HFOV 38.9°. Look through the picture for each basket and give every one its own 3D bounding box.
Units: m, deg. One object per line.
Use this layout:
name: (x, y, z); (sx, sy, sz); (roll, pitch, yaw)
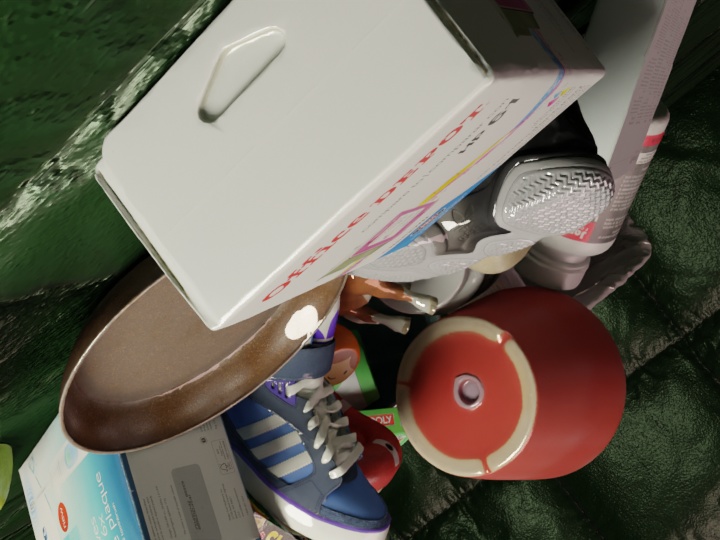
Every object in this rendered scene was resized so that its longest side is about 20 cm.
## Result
basket: (0.190, -0.027, 1.189); (0.197, 0.201, 0.161); (-33, 174, -32)

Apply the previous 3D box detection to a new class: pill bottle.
pill bottle: (0.217, -0.086, 1.013); (0.110, 0.110, 0.202); (-29, 144, -51)
pill bottle: (0.075, -0.018, 0.989); (0.114, 0.114, 0.200); (-39, 174, 15)

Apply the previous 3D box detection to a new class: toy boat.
toy boat: (-0.045, 0.102, 0.857); (0.131, 0.199, 0.130); (-55, 167, 22)

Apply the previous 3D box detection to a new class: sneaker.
sneaker: (0.059, -0.066, 0.645); (0.198, 0.116, 0.075); (-17, 157, 31)
sneaker: (-0.035, 0.093, 0.744); (0.148, 0.199, 0.080); (-59, 168, 19)

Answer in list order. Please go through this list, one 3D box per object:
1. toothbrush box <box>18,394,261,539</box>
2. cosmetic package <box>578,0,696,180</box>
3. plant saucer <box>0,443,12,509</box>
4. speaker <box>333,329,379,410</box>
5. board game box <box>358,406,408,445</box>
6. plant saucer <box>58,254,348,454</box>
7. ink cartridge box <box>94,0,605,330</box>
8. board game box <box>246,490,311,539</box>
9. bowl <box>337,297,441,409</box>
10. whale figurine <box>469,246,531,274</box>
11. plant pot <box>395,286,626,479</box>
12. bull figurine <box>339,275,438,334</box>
toothbrush box: (-0.166, 0.167, 0.734); (0.084, 0.148, 0.200); (-7, 156, -36)
cosmetic package: (0.203, -0.149, 0.783); (0.200, 0.051, 0.153); (-22, 129, -67)
plant saucer: (-0.310, 0.188, 0.672); (0.199, 0.031, 0.200); (-38, 173, -6)
speaker: (-0.084, 0.128, 1.045); (0.197, 0.090, 0.088); (-19, 173, 0)
board game box: (-0.037, 0.193, 1.059); (0.132, 0.030, 0.200); (-3, 154, -21)
plant saucer: (-0.093, 0.033, 0.605); (0.199, 0.032, 0.201); (-33, 155, -17)
ink cartridge box: (0.008, -0.066, 0.431); (0.144, 0.085, 0.199); (-41, 172, 25)
board game box: (-0.106, 0.163, 0.802); (0.024, 0.199, 0.105); (-51, 132, -4)
bowl: (0.016, 0.119, 1.154); (0.200, 0.201, 0.106); (-37, 130, -5)
whale figurine: (0.114, -0.098, 0.829); (0.202, 0.103, 0.160); (-60, 159, -21)
plant pot: (0.134, 0.112, 0.977); (0.200, 0.202, 0.177); (-40, 160, 23)
bull figurine: (0.000, 0.000, 0.797); (0.200, 0.120, 0.066); (146, -38, -73)
